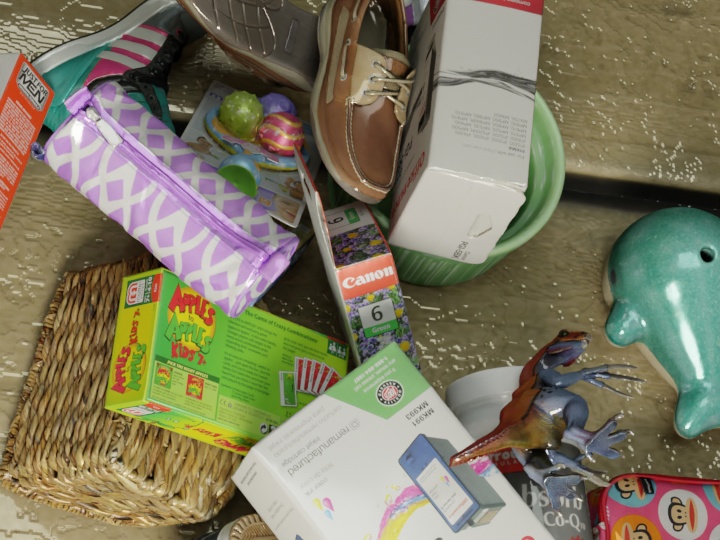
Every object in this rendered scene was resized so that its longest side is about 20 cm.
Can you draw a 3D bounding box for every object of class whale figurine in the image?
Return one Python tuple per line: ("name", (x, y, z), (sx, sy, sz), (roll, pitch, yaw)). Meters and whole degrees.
("whale figurine", (0.287, 0.039, 1.624), (0.158, 0.104, 0.201), (-5, 69, -18))

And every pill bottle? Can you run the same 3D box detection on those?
("pill bottle", (0.124, 0.187, 1.508), (0.115, 0.116, 0.201), (0, 67, -15))

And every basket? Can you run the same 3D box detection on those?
("basket", (-0.169, 0.100, 1.495), (0.142, 0.148, 0.201), (34, 57, -37))

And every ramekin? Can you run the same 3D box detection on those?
("ramekin", (0.066, -0.085, 1.620), (0.198, 0.098, 0.201), (6, 66, -13))

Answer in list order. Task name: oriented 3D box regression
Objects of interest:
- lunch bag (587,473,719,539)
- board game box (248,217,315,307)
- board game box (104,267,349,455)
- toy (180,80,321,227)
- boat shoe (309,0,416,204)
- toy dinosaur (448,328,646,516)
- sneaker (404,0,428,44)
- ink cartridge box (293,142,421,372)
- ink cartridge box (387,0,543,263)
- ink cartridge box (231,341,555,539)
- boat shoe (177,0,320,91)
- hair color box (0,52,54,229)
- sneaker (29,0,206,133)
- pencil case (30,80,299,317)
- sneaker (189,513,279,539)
("lunch bag", (0.265, 0.270, 1.536), (0.175, 0.082, 0.202), (7, 67, -17))
("board game box", (-0.114, -0.040, 1.508), (0.135, 0.200, 0.035), (35, 102, 1))
("board game box", (-0.097, 0.079, 1.433), (0.199, 0.047, 0.102), (24, 63, -42))
("toy", (-0.083, -0.114, 1.562), (0.115, 0.047, 0.200), (25, 29, -5))
("boat shoe", (0.006, -0.151, 1.521), (0.075, 0.072, 0.201), (16, 57, -36))
("toy dinosaur", (0.140, 0.092, 1.413), (0.199, 0.105, 0.182), (24, 17, -28))
("sneaker", (0.064, -0.215, 1.688), (0.140, 0.078, 0.200), (42, 63, 6))
("ink cartridge box", (0.000, 0.000, 1.497), (0.050, 0.201, 0.109), (-17, 27, -4))
("ink cartridge box", (0.084, -0.128, 1.505), (0.082, 0.147, 0.201), (11, 64, -8))
("ink cartridge box", (0.025, 0.178, 1.380), (0.145, 0.088, 0.200), (-34, 81, -25))
("boat shoe", (-0.096, -0.203, 1.570), (0.200, 0.071, 0.076), (36, 65, -39))
("hair color box", (-0.327, -0.075, 1.503), (0.101, 0.061, 0.201), (1, 59, 26))
("sneaker", (-0.175, -0.156, 1.591), (0.199, 0.084, 0.121), (-30, 73, -17))
("pencil case", (-0.136, -0.055, 1.365), (0.200, 0.086, 0.084), (39, 65, 1))
("sneaker", (-0.058, 0.236, 1.471), (0.199, 0.108, 0.071), (18, 56, -42))
